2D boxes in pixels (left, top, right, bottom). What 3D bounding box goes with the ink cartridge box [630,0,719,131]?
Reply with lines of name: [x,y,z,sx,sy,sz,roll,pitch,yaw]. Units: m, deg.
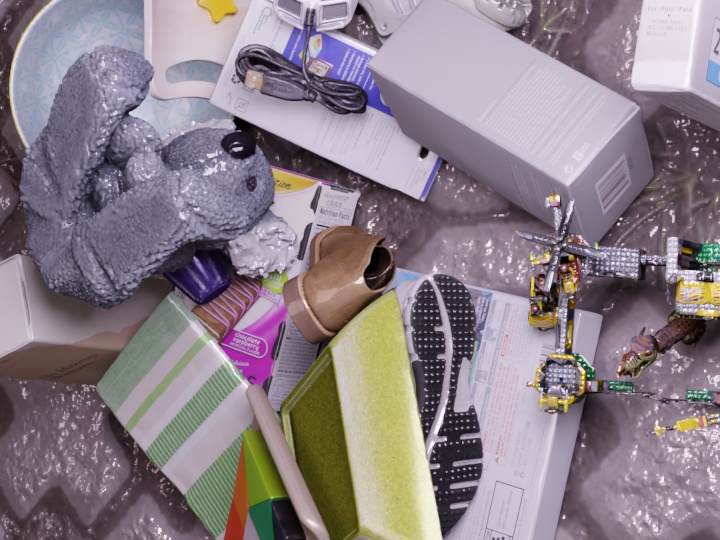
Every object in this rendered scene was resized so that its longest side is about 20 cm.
ink cartridge box: [0.249,-0.185,1.021,0.045,0.200,0.177,6,87,36]

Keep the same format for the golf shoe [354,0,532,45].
golf shoe: [0.057,-0.217,1.255,0.200,0.078,0.098,37,117,42]

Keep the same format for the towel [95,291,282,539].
towel: [-0.128,0.134,1.300,0.200,0.023,0.153,49,129,7]

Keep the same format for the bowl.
bowl: [-0.216,-0.160,1.400,0.108,0.199,0.201,-155,79,-78]

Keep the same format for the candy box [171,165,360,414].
candy box: [-0.091,0.009,1.328,0.136,0.061,0.201,17,93,36]

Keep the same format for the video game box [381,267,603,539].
video game box: [0.081,0.112,1.198,0.182,0.047,0.201,14,92,35]

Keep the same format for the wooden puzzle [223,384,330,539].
wooden puzzle: [-0.072,0.218,1.196,0.185,0.037,0.201,-122,33,-54]

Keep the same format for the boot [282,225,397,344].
boot: [0.000,0.000,1.202,0.075,0.200,0.074,-29,99,15]

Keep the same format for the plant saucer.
plant saucer: [-0.011,0.143,1.147,0.200,0.048,0.201,128,137,-59]

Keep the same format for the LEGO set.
LEGO set: [0.197,0.037,1.049,0.199,0.116,0.154,12,93,20]

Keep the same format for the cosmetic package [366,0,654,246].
cosmetic package: [0.111,-0.113,1.151,0.200,0.107,0.090,38,81,28]

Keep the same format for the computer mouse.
computer mouse: [-0.031,-0.227,1.239,0.109,0.044,0.201,11,82,6]

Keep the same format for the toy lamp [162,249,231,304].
toy lamp: [-0.178,-0.061,1.305,0.058,0.058,0.200,-38,81,26]

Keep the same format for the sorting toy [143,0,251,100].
sorting toy: [-0.115,-0.226,1.316,0.107,0.199,0.181,10,91,57]

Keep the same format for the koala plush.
koala plush: [-0.145,-0.062,1.212,0.184,0.200,0.178,-47,70,33]

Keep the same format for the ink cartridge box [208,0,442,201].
ink cartridge box: [-0.016,-0.142,1.276,0.199,0.039,0.100,26,100,5]

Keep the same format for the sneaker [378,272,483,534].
sneaker: [0.045,0.103,1.167,0.080,0.073,0.201,-3,83,60]

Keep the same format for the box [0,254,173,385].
box: [-0.251,0.048,1.352,0.095,0.200,0.078,-24,70,31]
